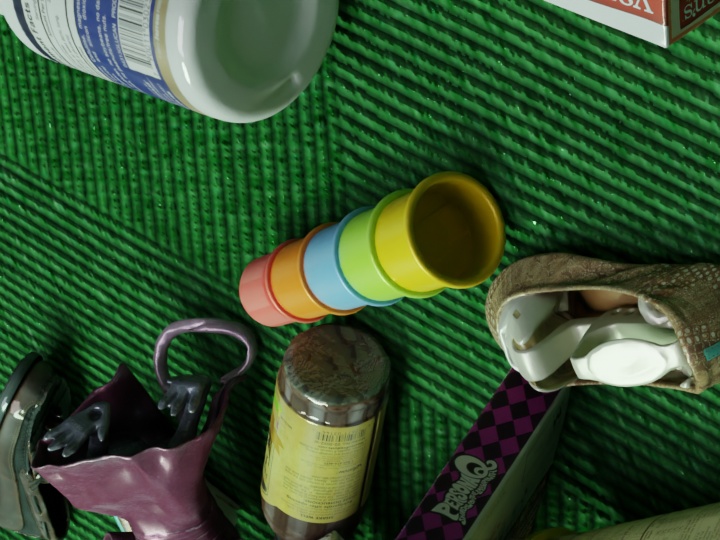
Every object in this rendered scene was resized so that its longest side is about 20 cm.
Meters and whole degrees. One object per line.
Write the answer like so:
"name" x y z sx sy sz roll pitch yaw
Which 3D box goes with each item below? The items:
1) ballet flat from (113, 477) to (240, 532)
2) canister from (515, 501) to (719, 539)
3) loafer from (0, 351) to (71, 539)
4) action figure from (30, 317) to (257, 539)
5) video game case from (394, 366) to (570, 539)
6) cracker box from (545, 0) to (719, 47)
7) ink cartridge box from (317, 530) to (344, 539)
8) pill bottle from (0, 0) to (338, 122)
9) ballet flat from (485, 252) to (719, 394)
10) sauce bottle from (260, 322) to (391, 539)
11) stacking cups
"ballet flat" -0.099 0.176 1.786 0.067 0.068 0.200 -6 122 31
"canister" 0.169 0.181 1.403 0.149 0.087 0.200 42 148 -19
"loafer" -0.209 0.119 1.869 0.063 0.072 0.200 28 150 4
"action figure" -0.116 0.142 1.701 0.134 0.149 0.200 6 139 28
"video game case" 0.039 0.167 1.470 0.036 0.200 0.181 26 140 13
"cracker box" 0.091 -0.208 1.203 0.134 0.058 0.200 25 137 37
"ink cartridge box" 0.007 0.268 1.598 0.085 0.146 0.200 -37 106 28
"pill bottle" -0.116 -0.151 1.462 0.200 0.111 0.111 22 135 40
"ballet flat" 0.113 0.029 1.378 0.200 0.065 0.071 -7 112 53
"sauce bottle" -0.025 0.115 1.626 0.065 0.065 0.200 38 142 23
"stacking cups" 0.000 0.000 1.501 0.061 0.060 0.200 58 148 -5
